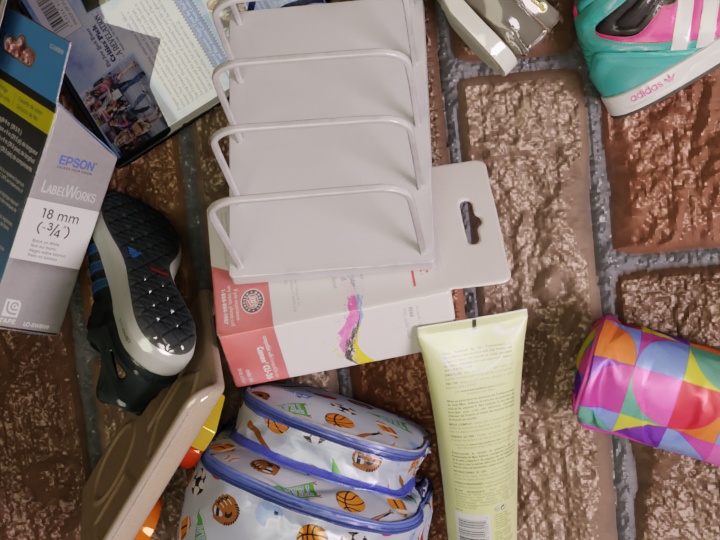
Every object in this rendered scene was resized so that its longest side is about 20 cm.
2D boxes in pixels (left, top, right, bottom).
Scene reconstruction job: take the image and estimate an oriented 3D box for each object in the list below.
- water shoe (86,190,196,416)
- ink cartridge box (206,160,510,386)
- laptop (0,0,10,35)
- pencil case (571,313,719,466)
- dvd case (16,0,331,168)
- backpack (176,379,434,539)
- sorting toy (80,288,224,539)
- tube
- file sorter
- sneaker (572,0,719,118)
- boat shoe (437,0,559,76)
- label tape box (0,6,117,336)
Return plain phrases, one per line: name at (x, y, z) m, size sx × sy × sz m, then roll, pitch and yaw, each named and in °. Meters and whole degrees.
water shoe at (-0.168, 0.018, 1.121) m, size 0.071 × 0.200 × 0.079 m, roll 26°, pitch 114°, yaw -27°
ink cartridge box at (0.000, 0.000, 1.117) m, size 0.198 × 0.068 × 0.117 m, roll -10°, pitch 53°, yaw 2°
laptop at (-0.312, -0.249, 1.131) m, size 0.115 × 0.200 × 0.189 m, roll 12°, pitch 98°, yaw -28°
pencil case at (0.245, 0.098, 1.128) m, size 0.199 × 0.088 × 0.089 m, roll 19°, pitch 100°, yaw 6°
dvd case at (-0.131, -0.185, 1.168) m, size 0.199 × 0.018 × 0.143 m, roll -31°, pitch 94°, yaw 10°
backpack at (-0.035, 0.163, 1.118) m, size 0.198 × 0.191 × 0.155 m, roll 12°, pitch 102°, yaw 5°
sorting toy at (-0.142, 0.123, 1.122) m, size 0.036 × 0.200 × 0.186 m, roll 29°, pitch 104°, yaw -13°
tube at (0.083, 0.116, 1.131) m, size 0.052 × 0.058 × 0.201 m, roll 18°, pitch 129°, yaw 33°
file sorter at (-0.028, -0.111, 1.055) m, size 0.138 × 0.125 × 0.202 m, roll -4°, pitch 68°, yaw 6°
sneaker at (0.225, -0.205, 1.089) m, size 0.199 × 0.084 × 0.121 m, roll -32°, pitch 103°, yaw 12°
boat shoe at (0.054, -0.228, 1.112) m, size 0.060 × 0.072 × 0.202 m, roll -41°, pitch 92°, yaw 1°
label tape box at (-0.236, -0.075, 1.135) m, size 0.063 × 0.144 × 0.201 m, roll 11°, pitch 104°, yaw -40°
